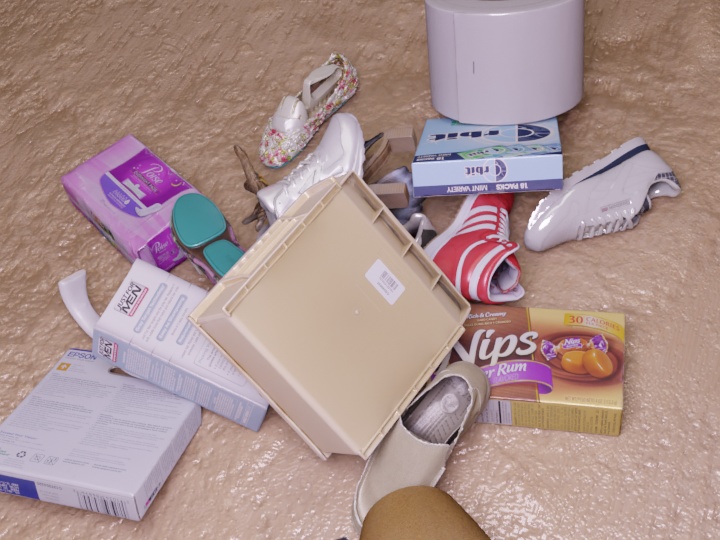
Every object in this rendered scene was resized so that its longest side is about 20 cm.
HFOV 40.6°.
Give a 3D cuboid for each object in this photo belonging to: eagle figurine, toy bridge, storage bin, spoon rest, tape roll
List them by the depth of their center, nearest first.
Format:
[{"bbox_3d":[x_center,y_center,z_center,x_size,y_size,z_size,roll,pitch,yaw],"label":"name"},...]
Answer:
[{"bbox_3d":[-0.023,0.043,0.945,0.199,0.200,0.093,-49,16,-23],"label":"storage bin"},{"bbox_3d":[0.021,-0.084,1.100,0.066,0.027,0.202,-3,51,16],"label":"toy bridge"},{"bbox_3d":[-0.266,0.070,1.124,0.198,0.061,0.099,29,39,24],"label":"spoon rest"},{"bbox_3d":[-0.038,-0.093,1.189,0.198,0.150,0.154,-6,87,-32],"label":"eagle figurine"},{"bbox_3d":[0.183,-0.287,1.233,0.199,0.141,0.204,-5,29,3],"label":"tape roll"}]

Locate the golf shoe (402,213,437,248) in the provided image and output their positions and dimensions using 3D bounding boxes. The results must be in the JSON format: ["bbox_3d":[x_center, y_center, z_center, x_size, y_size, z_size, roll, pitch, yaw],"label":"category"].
[{"bbox_3d":[0.000,0.000,1.109,0.198,0.089,0.077,-29,53,-11],"label":"golf shoe"}]

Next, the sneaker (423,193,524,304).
[{"bbox_3d":[0.154,-0.033,1.093,0.111,0.072,0.200,13,45,34],"label":"sneaker"}]

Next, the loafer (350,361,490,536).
[{"bbox_3d":[0.052,0.170,0.937,0.075,0.068,0.201,30,84,21],"label":"loafer"}]

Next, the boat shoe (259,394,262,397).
[{"bbox_3d":[-0.062,0.037,1.018,0.065,0.074,0.202,15,66,-29],"label":"boat shoe"}]

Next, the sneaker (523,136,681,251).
[{"bbox_3d":[0.278,-0.075,1.127,0.199,0.077,0.081,-34,70,-10],"label":"sneaker"}]

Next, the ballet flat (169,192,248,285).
[{"bbox_3d":[-0.164,-0.015,1.113,0.068,0.072,0.200,-26,41,-18],"label":"ballet flat"}]

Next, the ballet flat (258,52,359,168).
[{"bbox_3d":[-0.076,-0.225,1.324,0.075,0.064,0.201,23,60,26],"label":"ballet flat"}]

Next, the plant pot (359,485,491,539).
[{"bbox_3d":[0.065,0.286,0.817,0.184,0.188,0.201,-15,36,-1],"label":"plant pot"}]

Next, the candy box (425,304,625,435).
[{"bbox_3d":[0.172,0.099,1.011,0.197,0.057,0.118,4,53,14],"label":"candy box"}]

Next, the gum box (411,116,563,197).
[{"bbox_3d":[0.154,-0.142,1.163,0.167,0.045,0.200,-2,23,10],"label":"gum box"}]

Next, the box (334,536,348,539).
[{"bbox_3d":[-0.058,0.351,0.866,0.141,0.036,0.202,-15,48,-1],"label":"box"}]

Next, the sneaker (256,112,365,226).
[{"bbox_3d":[-0.061,-0.086,1.077,0.078,0.098,0.203,18,89,69],"label":"sneaker"}]

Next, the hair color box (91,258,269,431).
[{"bbox_3d":[-0.176,0.080,1.046,0.198,0.061,0.100,25,53,-1],"label":"hair color box"}]

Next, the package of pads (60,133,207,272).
[{"bbox_3d":[-0.280,-0.085,1.243,0.120,0.076,0.199,-38,54,-20],"label":"package of pads"}]

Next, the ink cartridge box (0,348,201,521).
[{"bbox_3d":[-0.278,0.169,1.044,0.193,0.044,0.201,7,32,17],"label":"ink cartridge box"}]
